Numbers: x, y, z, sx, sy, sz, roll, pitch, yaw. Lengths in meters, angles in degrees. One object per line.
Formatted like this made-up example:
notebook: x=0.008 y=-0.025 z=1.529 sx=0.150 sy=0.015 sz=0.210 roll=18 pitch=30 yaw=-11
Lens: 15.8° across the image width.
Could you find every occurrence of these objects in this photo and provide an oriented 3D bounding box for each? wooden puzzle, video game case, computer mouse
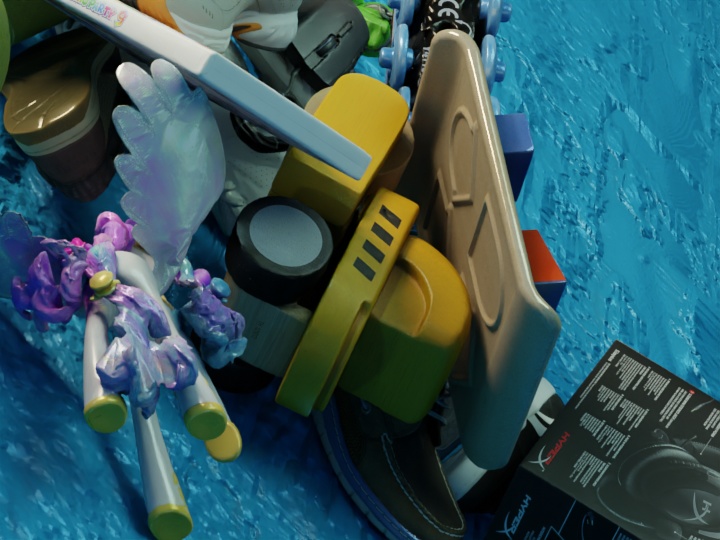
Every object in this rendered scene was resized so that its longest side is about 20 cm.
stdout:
wooden puzzle: x=0.075 y=-0.012 z=1.506 sx=0.046 sy=0.186 sz=0.201 roll=-8 pitch=60 yaw=-14
video game case: x=-0.100 y=-0.116 z=1.446 sx=0.200 sy=0.018 sz=0.143 roll=30 pitch=-1 yaw=43
computer mouse: x=-0.034 y=-0.127 z=1.620 sx=0.059 sy=0.034 sz=0.200 roll=53 pitch=30 yaw=-16

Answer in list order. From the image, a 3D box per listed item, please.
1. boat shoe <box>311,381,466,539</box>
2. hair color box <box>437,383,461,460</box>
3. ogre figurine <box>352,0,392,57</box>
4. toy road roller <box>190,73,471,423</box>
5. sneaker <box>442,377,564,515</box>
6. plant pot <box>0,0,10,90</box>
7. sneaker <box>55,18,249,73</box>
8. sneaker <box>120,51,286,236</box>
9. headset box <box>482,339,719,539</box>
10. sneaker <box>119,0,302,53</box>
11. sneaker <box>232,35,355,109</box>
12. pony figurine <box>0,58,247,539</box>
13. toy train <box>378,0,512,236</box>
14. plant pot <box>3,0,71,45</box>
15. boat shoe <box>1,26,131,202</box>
boat shoe: x=0.014 y=0.081 z=1.569 sx=0.072 sy=0.072 sz=0.201 roll=8 pitch=46 yaw=-58
hair color box: x=0.052 y=0.036 z=1.721 sx=0.100 sy=0.060 sz=0.200 roll=45 pitch=23 yaw=-7
ogre figurine: x=-0.045 y=-0.202 z=1.876 sx=0.120 sy=0.199 sz=0.099 roll=22 pitch=77 yaw=-64
toy road roller: x=0.000 y=0.000 z=1.514 sx=0.145 sy=0.123 sz=0.200 roll=27 pitch=48 yaw=1
sneaker: x=0.119 y=0.138 z=1.665 sx=0.112 sy=0.073 sz=0.200 roll=48 pitch=22 yaw=3
plant pot: x=-0.263 y=-0.117 z=1.283 sx=0.200 sy=0.200 sz=0.190 roll=52 pitch=10 yaw=9
sneaker: x=-0.151 y=-0.152 z=1.668 sx=0.200 sy=0.070 sz=0.080 roll=47 pitch=46 yaw=-13
sneaker: x=-0.079 y=-0.069 z=1.637 sx=0.200 sy=0.089 sz=0.075 roll=28 pitch=-5 yaw=-35
headset box: x=0.198 y=0.152 z=1.564 sx=0.199 sy=0.077 sz=0.149 roll=32 pitch=41 yaw=10
sneaker: x=-0.080 y=-0.182 z=1.522 sx=0.075 sy=0.092 sz=0.200 roll=29 pitch=15 yaw=12
sneaker: x=-0.043 y=-0.117 z=1.739 sx=0.200 sy=0.082 sz=0.075 roll=51 pitch=41 yaw=-42
pony figurine: x=-0.127 y=0.013 z=1.364 sx=0.193 sy=0.166 sz=0.201 roll=66 pitch=3 yaw=-48
toy train: x=0.050 y=-0.113 z=1.713 sx=0.086 sy=0.115 sz=0.201 roll=7 pitch=53 yaw=-5
plant pot: x=-0.174 y=-0.234 z=1.553 sx=0.187 sy=0.200 sz=0.187 roll=36 pitch=-19 yaw=14
boat shoe: x=-0.170 y=-0.092 z=1.529 sx=0.201 sy=0.071 sz=0.066 roll=-101 pitch=170 yaw=-70
